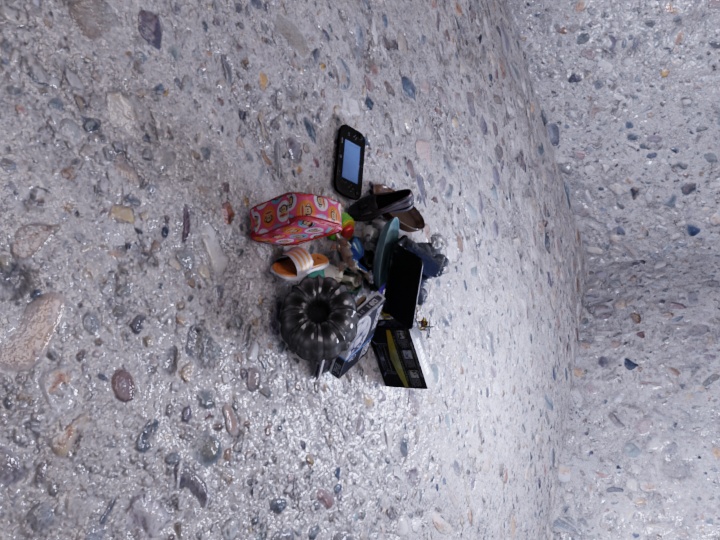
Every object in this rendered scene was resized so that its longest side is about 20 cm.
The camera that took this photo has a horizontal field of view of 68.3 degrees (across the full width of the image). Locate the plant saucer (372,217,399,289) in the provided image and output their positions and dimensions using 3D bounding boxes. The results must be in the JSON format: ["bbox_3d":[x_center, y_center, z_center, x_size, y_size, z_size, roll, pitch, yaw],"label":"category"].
[{"bbox_3d":[0.069,-0.047,1.461,0.200,0.026,0.209,14,89,-76],"label":"plant saucer"}]

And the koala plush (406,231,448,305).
[{"bbox_3d":[0.193,-0.032,1.650,0.182,0.180,0.199,39,34,14],"label":"koala plush"}]

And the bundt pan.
[{"bbox_3d":[-0.096,0.102,1.233,0.076,0.194,0.209,98,6,-67],"label":"bundt pan"}]

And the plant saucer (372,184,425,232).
[{"bbox_3d":[0.110,-0.182,1.609,0.196,0.035,0.203,30,28,-17],"label":"plant saucer"}]

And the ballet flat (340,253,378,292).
[{"bbox_3d":[0.000,0.000,1.510,0.200,0.055,0.068,47,42,-31],"label":"ballet flat"}]

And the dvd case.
[{"bbox_3d":[-0.053,0.170,1.369,0.200,0.016,0.152,-44,156,-48],"label":"dvd case"}]

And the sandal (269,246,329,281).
[{"bbox_3d":[-0.142,-0.031,1.282,0.205,0.077,0.061,-24,135,-58],"label":"sandal"}]

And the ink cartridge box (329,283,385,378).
[{"bbox_3d":[0.005,0.160,1.408,0.199,0.043,0.203,-38,152,-50],"label":"ink cartridge box"}]

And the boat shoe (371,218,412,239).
[{"bbox_3d":[0.097,-0.103,1.638,0.198,0.070,0.072,27,66,-58],"label":"boat shoe"}]

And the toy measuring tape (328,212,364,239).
[{"bbox_3d":[-0.028,-0.123,1.459,0.197,0.071,0.077,-8,92,-54],"label":"toy measuring tape"}]

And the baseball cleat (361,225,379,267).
[{"bbox_3d":[0.035,-0.057,1.509,0.200,0.067,0.111,38,56,-69],"label":"baseball cleat"}]

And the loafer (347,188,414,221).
[{"bbox_3d":[0.056,-0.192,1.489,0.063,0.192,0.074,78,0,-67],"label":"loafer"}]

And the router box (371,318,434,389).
[{"bbox_3d":[0.116,0.242,1.541,0.052,0.153,0.207,-39,117,-46],"label":"router box"}]

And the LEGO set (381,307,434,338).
[{"bbox_3d":[0.160,0.146,1.644,0.197,0.113,0.161,-9,92,-53],"label":"LEGO set"}]

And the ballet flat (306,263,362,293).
[{"bbox_3d":[-0.059,0.016,1.402,0.197,0.068,0.070,21,66,-51],"label":"ballet flat"}]

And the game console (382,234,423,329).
[{"bbox_3d":[0.132,0.028,1.485,0.175,0.112,0.208,-37,138,-62],"label":"game console"}]

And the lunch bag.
[{"bbox_3d":[-0.139,-0.112,1.205,0.173,0.195,0.086,7,75,-51],"label":"lunch bag"}]

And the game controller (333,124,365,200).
[{"bbox_3d":[-0.031,-0.305,1.503,0.103,0.041,0.209,21,69,-51],"label":"game controller"}]

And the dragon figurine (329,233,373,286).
[{"bbox_3d":[-0.029,-0.050,1.382,0.099,0.058,0.206,-7,72,-67],"label":"dragon figurine"}]
